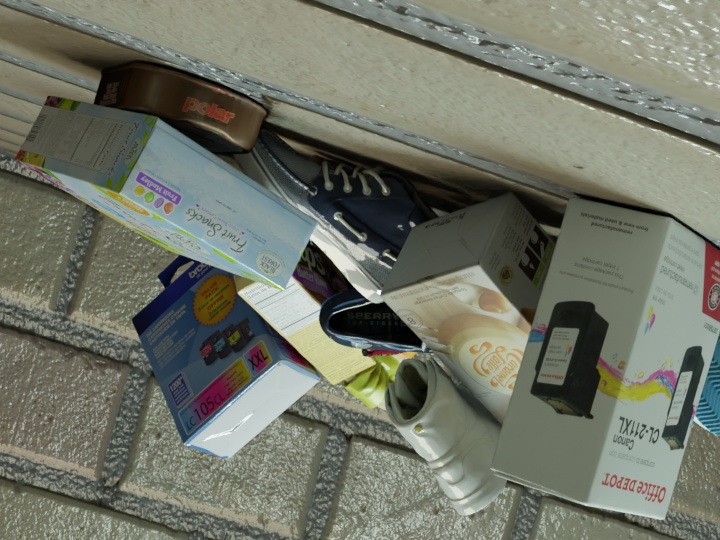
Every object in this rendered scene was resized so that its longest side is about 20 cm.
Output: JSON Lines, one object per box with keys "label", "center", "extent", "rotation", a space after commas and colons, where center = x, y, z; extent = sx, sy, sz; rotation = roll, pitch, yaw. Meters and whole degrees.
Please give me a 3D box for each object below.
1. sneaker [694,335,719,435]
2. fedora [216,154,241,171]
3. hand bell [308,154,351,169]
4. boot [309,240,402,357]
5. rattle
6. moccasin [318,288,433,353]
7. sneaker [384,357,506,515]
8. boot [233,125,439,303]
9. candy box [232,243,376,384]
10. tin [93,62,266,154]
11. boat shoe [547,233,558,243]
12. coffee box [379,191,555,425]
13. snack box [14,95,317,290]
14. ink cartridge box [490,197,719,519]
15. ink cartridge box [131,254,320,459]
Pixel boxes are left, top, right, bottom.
{"label": "sneaker", "center": [0.287, 0.066, 1.221], "extent": [0.201, 0.076, 0.081], "rotation": [50, 171, -15]}
{"label": "fedora", "center": [-0.096, -0.061, 1.378], "extent": [0.198, 0.093, 0.201], "rotation": [17, 177, 1]}
{"label": "hand bell", "center": [0.027, -0.045, 1.213], "extent": [0.199, 0.105, 0.104], "rotation": [34, 169, -32]}
{"label": "boot", "center": [0.000, 0.000, 1.277], "extent": [0.072, 0.153, 0.200], "rotation": [-23, 165, 15]}
{"label": "rattle", "center": [0.024, 0.063, 1.460], "extent": [0.129, 0.144, 0.200], "rotation": [28, -172, 7]}
{"label": "moccasin", "center": [0.060, 0.049, 1.183], "extent": [0.196, 0.082, 0.068], "rotation": [-8, -175, 6]}
{"label": "sneaker", "center": [0.079, 0.109, 1.141], "extent": [0.116, 0.073, 0.200], "rotation": [52, -163, -12]}
{"label": "boot", "center": [-0.013, -0.067, 1.113], "extent": [0.200, 0.090, 0.073], "rotation": [43, -156, -23]}
{"label": "candy box", "center": [-0.060, 0.013, 1.291], "extent": [0.056, 0.118, 0.200], "rotation": [-25, 141, 11]}
{"label": "tin", "center": [-0.145, -0.125, 1.045], "extent": [0.110, 0.043, 0.199], "rotation": [14, 179, -23]}
{"label": "boat shoe", "center": [0.147, 0.002, 1.134], "extent": [0.197, 0.067, 0.075], "rotation": [10, -144, 30]}
{"label": "coffee box", "center": [0.127, 0.045, 1.067], "extent": [0.114, 0.080, 0.200], "rotation": [-18, 125, 46]}
{"label": "snack box", "center": [-0.157, -0.063, 1.052], "extent": [0.168, 0.068, 0.199], "rotation": [32, 170, -36]}
{"label": "ink cartridge box", "center": [0.186, 0.068, 0.956], "extent": [0.082, 0.203, 0.145], "rotation": [15, 177, 37]}
{"label": "ink cartridge box", "center": [-0.146, 0.068, 1.353], "extent": [0.076, 0.136, 0.201], "rotation": [34, -160, -50]}
